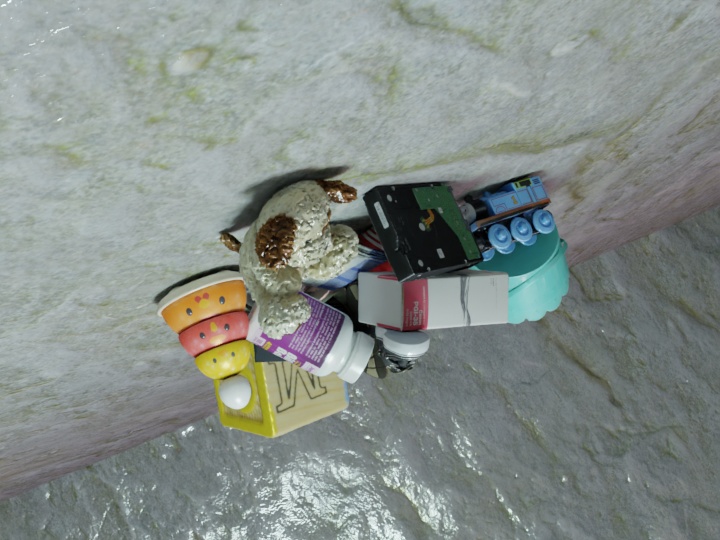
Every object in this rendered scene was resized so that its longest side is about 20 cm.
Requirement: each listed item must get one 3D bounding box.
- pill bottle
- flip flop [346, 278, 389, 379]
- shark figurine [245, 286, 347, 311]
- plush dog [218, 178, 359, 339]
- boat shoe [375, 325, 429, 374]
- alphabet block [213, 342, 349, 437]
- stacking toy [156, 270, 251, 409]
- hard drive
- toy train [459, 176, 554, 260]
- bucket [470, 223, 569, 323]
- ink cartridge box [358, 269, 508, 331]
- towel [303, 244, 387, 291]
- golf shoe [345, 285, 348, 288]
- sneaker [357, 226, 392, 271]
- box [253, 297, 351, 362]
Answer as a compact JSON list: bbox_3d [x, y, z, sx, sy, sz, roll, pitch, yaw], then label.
[{"bbox_3d":[-0.082,0.102,1.481,0.113,0.199,0.112,-60,-172,14],"label":"pill bottle"},{"bbox_3d":[0.021,0.098,1.545,0.081,0.201,0.058,13,-146,37],"label":"flip flop"},{"bbox_3d":[-0.104,0.034,1.607,0.214,0.090,0.128,-31,137,-6],"label":"shark figurine"},{"bbox_3d":[-0.089,-0.044,1.143,0.200,0.160,0.172,-51,176,-41],"label":"plush dog"},{"bbox_3d":[0.057,0.122,1.373,0.069,0.067,0.200,0,-177,-12],"label":"boat shoe"},{"bbox_3d":[-0.166,0.205,1.845,0.199,0.198,0.195,-16,-171,-41],"label":"alphabet block"},{"bbox_3d":[-0.211,0.113,1.394,0.145,0.201,0.146,-23,170,-4],"label":"stacking toy"},{"bbox_3d":[0.097,-0.060,1.369,0.038,0.140,0.199,-30,169,37],"label":"hard drive"},{"bbox_3d":[0.257,-0.093,1.633,0.199,0.115,0.087,-18,168,-30],"label":"toy train"},{"bbox_3d":[0.298,-0.017,1.750,0.206,0.208,0.135,-24,139,1],"label":"bucket"},{"bbox_3d":[0.115,0.043,1.445,0.199,0.083,0.146,-2,-176,-28],"label":"ink cartridge box"},{"bbox_3d":[-0.069,-0.011,1.423,0.147,0.024,0.199,-30,150,36],"label":"towel"},{"bbox_3d":[0.000,0.000,1.656,0.088,0.078,0.200,-8,163,-38],"label":"golf shoe"},{"bbox_3d":[0.055,0.004,1.563,0.115,0.078,0.200,-34,132,0],"label":"sneaker"},{"bbox_3d":[-0.089,0.103,1.656,0.199,0.079,0.141,-2,-165,1],"label":"box"}]
